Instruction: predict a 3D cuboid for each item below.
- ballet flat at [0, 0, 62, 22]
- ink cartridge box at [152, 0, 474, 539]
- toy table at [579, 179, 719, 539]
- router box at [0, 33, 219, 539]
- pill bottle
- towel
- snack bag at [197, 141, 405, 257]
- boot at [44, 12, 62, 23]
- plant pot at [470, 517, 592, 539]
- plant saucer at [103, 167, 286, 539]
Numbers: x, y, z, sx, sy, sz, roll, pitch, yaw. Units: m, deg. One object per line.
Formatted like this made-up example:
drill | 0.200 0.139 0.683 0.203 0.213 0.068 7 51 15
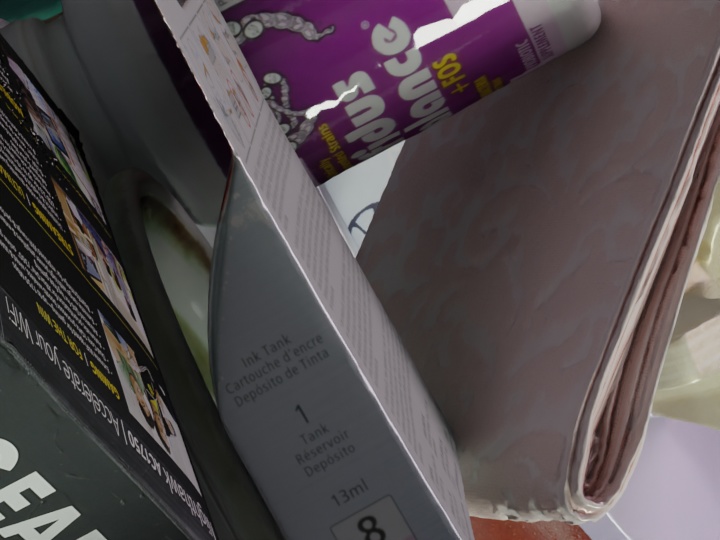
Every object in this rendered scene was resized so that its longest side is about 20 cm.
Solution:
ballet flat | -0.120 -0.134 0.922 0.200 0.070 0.068 43 56 -63
ink cartridge box | -0.033 -0.006 0.788 0.200 0.057 0.163 57 5 -9
toy table | 0.136 0.015 1.060 0.184 0.117 0.200 -41 109 -41
router box | -0.103 -0.015 0.610 0.149 0.051 0.200 67 6 33
pill bottle | -0.029 -0.082 0.913 0.113 0.200 0.112 61 5 -9
towel | 0.055 -0.005 0.926 0.032 0.192 0.200 29 -15 -23
snack bag | 0.000 0.000 1.037 0.021 0.200 0.189 -15 -74 53
boot | -0.048 -0.123 1.157 0.072 0.166 0.200 61 4 26
plant pot | 0.099 0.149 1.192 0.196 0.200 0.201 55 4 5
plant saucer | -0.043 0.067 0.834 0.201 0.050 0.200 62 5 -9
